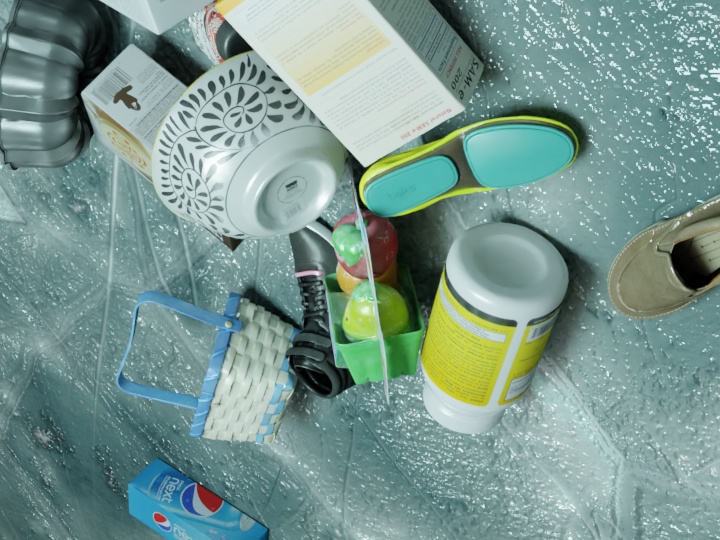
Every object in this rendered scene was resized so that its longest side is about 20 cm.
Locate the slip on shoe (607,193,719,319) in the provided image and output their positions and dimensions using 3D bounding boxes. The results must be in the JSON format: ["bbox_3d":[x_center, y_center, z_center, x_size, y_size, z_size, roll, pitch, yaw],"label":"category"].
[{"bbox_3d":[0.271,-0.006,1.100,0.076,0.061,0.200,51,140,-4],"label":"slip on shoe"}]

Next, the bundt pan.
[{"bbox_3d":[-0.315,-0.197,1.375,0.076,0.202,0.202,10,133,2],"label":"bundt pan"}]

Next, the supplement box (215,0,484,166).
[{"bbox_3d":[-0.007,-0.201,1.133,0.126,0.074,0.200,-26,118,39],"label":"supplement box"}]

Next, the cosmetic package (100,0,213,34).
[{"bbox_3d":[-0.230,-0.308,1.240,0.200,0.071,0.102,34,153,40],"label":"cosmetic package"}]

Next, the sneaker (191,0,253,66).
[{"bbox_3d":[-0.095,-0.186,1.284,0.108,0.067,0.202,50,174,46],"label":"sneaker"}]

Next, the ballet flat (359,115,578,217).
[{"bbox_3d":[0.093,-0.101,1.167,0.200,0.067,0.067,-16,114,17],"label":"ballet flat"}]

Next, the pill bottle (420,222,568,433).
[{"bbox_3d":[0.119,0.061,1.248,0.112,0.112,0.200,32,137,18],"label":"pill bottle"}]

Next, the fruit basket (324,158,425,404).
[{"bbox_3d":[0.000,0.000,1.272,0.094,0.185,0.200,-15,122,1],"label":"fruit basket"}]

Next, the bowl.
[{"bbox_3d":[-0.082,-0.095,1.206,0.094,0.200,0.201,52,148,37],"label":"bowl"}]

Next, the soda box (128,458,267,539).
[{"bbox_3d":[-0.224,0.345,1.814,0.200,0.064,0.068,28,136,22],"label":"soda box"}]

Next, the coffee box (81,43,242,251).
[{"bbox_3d":[-0.183,-0.126,1.363,0.200,0.080,0.114,39,165,10],"label":"coffee box"}]

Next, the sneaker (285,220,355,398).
[{"bbox_3d":[-0.044,0.046,1.390,0.071,0.099,0.200,-3,118,45],"label":"sneaker"}]

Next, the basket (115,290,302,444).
[{"bbox_3d":[-0.172,0.109,1.506,0.200,0.139,0.176,16,139,-10],"label":"basket"}]
